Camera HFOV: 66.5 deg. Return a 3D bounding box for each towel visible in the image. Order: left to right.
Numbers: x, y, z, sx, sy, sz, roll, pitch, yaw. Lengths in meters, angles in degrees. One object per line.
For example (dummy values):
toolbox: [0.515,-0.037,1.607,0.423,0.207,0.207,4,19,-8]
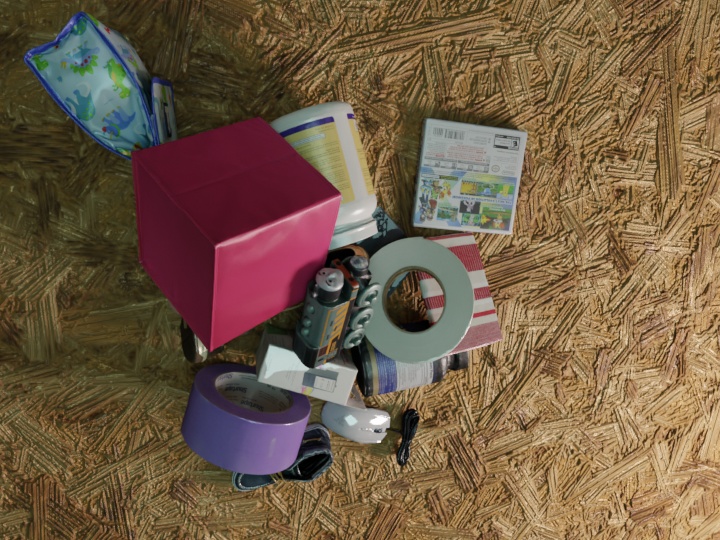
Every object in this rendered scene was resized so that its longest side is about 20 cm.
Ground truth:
towel: [0.166,0.038,0.961,0.141,0.023,0.205,-8,78,-28]

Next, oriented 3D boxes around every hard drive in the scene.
hard drive: [0.000,0.000,0.963,0.200,0.042,0.135,-46,108,1]

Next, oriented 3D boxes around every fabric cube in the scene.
fabric cube: [-0.174,-0.057,0.756,0.197,0.200,0.199,-28,151,-37]

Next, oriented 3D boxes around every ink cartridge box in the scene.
ink cartridge box: [-0.077,0.165,0.944,0.196,0.117,0.069,20,97,-16]

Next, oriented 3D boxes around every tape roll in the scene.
tape roll: [-0.184,0.235,0.894,0.195,0.200,0.087,16,99,-15]
tape roll: [0.089,0.049,0.905,0.197,0.037,0.209,-1,83,10]

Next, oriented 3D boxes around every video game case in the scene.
video game case: [0.193,-0.164,0.980,0.194,0.022,0.188,3,102,-14]

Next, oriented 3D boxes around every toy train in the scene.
toy train: [-0.041,0.064,0.837,0.112,0.085,0.203,-23,147,-33]

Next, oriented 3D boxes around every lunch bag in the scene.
lunch bag: [-0.331,-0.234,0.769,0.126,0.170,0.202,-34,107,1]

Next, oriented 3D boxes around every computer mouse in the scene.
computer mouse: [0.019,0.297,1.035,0.195,0.044,0.112,19,99,-16]

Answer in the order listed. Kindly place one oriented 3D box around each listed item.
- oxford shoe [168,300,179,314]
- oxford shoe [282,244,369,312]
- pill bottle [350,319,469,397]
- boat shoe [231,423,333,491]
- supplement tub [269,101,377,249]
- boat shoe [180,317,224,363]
oxford shoe: [-0.198,0.026,0.869,0.198,0.073,0.073,-29,117,-43]
oxford shoe: [-0.084,0.007,0.893,0.196,0.071,0.073,-27,77,10]
pill bottle: [0.088,0.151,0.981,0.194,0.112,0.115,-10,105,-11]
boat shoe: [-0.142,0.350,0.986,0.197,0.091,0.072,-28,107,-5]
supplement tub: [-0.056,-0.141,0.853,0.142,0.145,0.205,-16,97,-8]
boat shoe: [-0.260,0.044,0.911,0.074,0.074,0.209,-7,100,-44]
